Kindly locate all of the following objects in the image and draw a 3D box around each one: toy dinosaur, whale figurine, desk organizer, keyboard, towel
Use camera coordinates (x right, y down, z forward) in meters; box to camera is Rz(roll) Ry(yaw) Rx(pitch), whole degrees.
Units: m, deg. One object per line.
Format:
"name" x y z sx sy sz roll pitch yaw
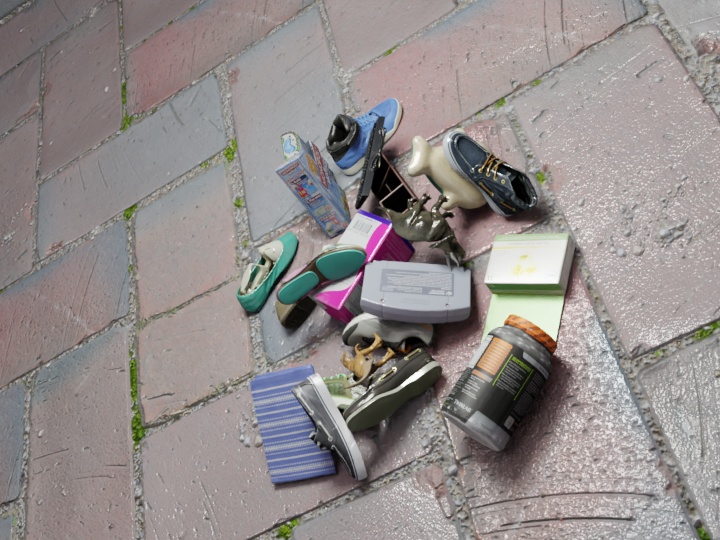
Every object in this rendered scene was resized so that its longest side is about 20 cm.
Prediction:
"toy dinosaur" 0.111 -0.089 1.693 0.198 0.077 0.103 21 64 18
"toy dinosaur" 0.012 0.172 1.633 0.106 0.060 0.200 -44 9 -4
"whale figurine" 0.167 -0.192 1.742 0.103 0.198 0.161 0 79 62
"desk organizer" 0.067 -0.155 1.859 0.071 0.077 0.201 -38 47 6
"keyboard" 0.023 -0.231 1.867 0.127 0.020 0.202 129 155 -59
"towel" -0.124 0.282 1.677 0.143 0.024 0.203 -16 84 27

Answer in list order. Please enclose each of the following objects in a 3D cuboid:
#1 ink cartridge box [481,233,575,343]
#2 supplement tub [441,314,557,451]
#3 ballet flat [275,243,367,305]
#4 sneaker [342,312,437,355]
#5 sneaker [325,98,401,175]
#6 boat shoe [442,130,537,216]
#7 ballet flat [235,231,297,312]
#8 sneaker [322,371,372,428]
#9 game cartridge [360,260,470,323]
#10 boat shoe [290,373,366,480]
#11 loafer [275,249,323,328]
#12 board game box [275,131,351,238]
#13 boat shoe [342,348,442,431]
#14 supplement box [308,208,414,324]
"ink cartridge box" 0.288 0.032 1.606 0.144 0.048 0.202 0 59 34
"supplement tub" 0.231 0.181 1.494 0.122 0.123 0.201 27 77 42
"ballet flat" -0.078 -0.005 1.737 0.199 0.069 0.071 -31 29 15
"sneaker" 0.052 0.119 1.694 0.198 0.074 0.080 -12 60 28
"sneaker" 0.003 -0.316 1.985 0.200 0.111 0.077 -50 46 -4
"boat shoe" 0.241 -0.184 1.668 0.071 0.200 0.091 -52 17 -21
"ballet flat" -0.202 -0.008 1.951 0.067 0.070 0.201 17 71 41
"sneaker" -0.036 0.223 1.696 0.198 0.077 0.089 19 60 35
"game cartridge" 0.101 0.039 1.659 0.197 0.041 0.134 4 36 5
"boat shoe" -0.057 0.284 1.601 0.067 0.072 0.202 -27 88 -14
"loafer" -0.108 0.023 1.863 0.200 0.076 0.067 -50 53 -4
"board game box" -0.107 -0.203 1.926 0.061 0.200 0.202 -27 50 17
"boat shoe" 0.048 0.208 1.607 0.200 0.072 0.061 -30 54 -18
"supplement box" 0.000 0.000 1.786 0.101 0.103 0.201 24 75 41
